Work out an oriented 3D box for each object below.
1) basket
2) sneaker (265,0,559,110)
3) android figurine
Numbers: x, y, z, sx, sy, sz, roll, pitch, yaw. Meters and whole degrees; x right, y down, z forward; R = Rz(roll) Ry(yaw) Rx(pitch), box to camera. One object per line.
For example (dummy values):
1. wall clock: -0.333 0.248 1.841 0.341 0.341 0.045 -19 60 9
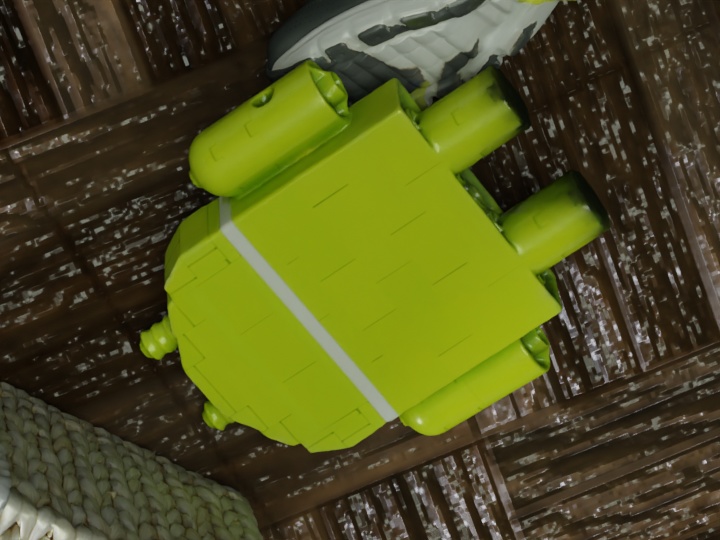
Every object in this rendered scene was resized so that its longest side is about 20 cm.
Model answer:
1. basket: -0.138 0.167 1.147 0.160 0.200 0.199 23 97 -14
2. sneaker: 0.045 -0.137 1.186 0.199 0.085 0.074 -28 148 14
3. android figurine: 0.000 0.000 1.193 0.200 0.041 0.182 -34 117 17
